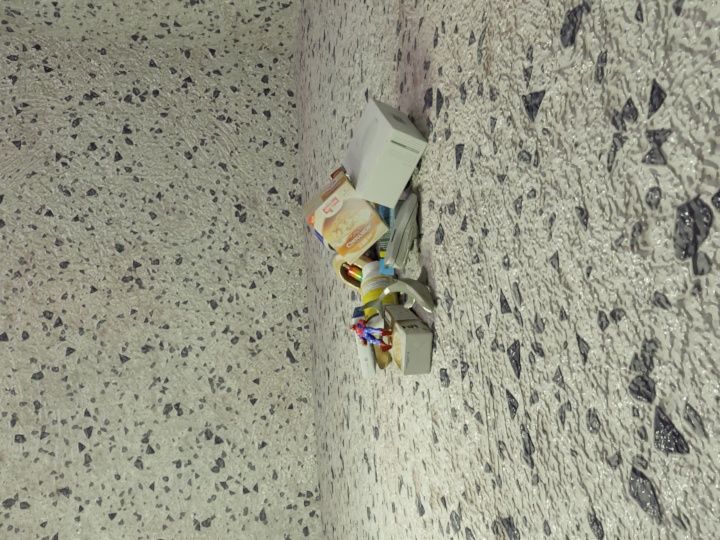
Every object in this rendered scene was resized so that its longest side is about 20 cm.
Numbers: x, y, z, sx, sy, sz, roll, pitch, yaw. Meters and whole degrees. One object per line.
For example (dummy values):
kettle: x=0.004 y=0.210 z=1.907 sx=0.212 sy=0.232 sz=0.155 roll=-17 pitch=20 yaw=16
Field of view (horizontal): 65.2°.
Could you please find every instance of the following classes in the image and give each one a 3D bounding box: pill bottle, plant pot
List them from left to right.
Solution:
pill bottle: x=0.059 y=0.081 z=1.713 sx=0.114 sy=0.108 sz=0.206 roll=110 pitch=155 yaw=-57
plant pot: x=0.075 y=0.219 z=1.842 sx=0.200 sy=0.026 sz=0.208 roll=178 pitch=90 yaw=-77

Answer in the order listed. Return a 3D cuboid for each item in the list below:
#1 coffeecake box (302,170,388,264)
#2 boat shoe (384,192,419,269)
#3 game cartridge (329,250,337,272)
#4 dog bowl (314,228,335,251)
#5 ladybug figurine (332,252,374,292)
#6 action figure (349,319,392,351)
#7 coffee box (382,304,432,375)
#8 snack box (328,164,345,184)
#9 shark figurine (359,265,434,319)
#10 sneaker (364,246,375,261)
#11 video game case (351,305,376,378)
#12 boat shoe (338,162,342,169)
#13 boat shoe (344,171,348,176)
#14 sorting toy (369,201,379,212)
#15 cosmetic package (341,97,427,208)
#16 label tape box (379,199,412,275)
coffeecake box: x=-0.040 y=-0.144 z=1.564 sx=0.200 sy=0.153 sz=0.074 roll=44 pitch=-169 yaw=-32
boat shoe: x=0.125 y=-0.103 z=1.513 sx=0.072 sy=0.064 sz=0.207 roll=180 pitch=108 yaw=-73
game cartridge: x=-0.037 y=-0.087 z=1.978 sx=0.203 sy=0.040 sz=0.133 roll=-58 pitch=28 yaw=7
dog bowl: x=-0.072 y=-0.172 z=2.041 sx=0.079 sy=0.198 sz=0.204 roll=41 pitch=143 yaw=23
ladybug figurine: x=0.000 y=0.000 z=1.872 sx=0.072 sy=0.196 sz=0.138 roll=-47 pitch=-15 yaw=-49
action figure: x=0.022 y=0.177 z=1.588 sx=0.198 sy=0.050 sz=0.068 roll=12 pitch=109 yaw=63
coffee box: x=0.124 y=0.182 z=1.519 sx=0.200 sy=0.077 sz=0.119 roll=-125 pitch=36 yaw=-67
snack box: x=-0.028 y=-0.359 z=1.896 sx=0.024 sy=0.199 sz=0.072 roll=48 pitch=169 yaw=4
shark figurine: x=0.095 y=0.048 z=1.466 sx=0.210 sy=0.088 sz=0.133 roll=-9 pitch=69 yaw=40
sneaker: x=0.011 y=0.009 z=1.982 sx=0.142 sy=0.075 sz=0.205 roll=-106 pitch=19 yaw=-48
video game case: x=0.013 y=0.220 z=1.781 sx=0.200 sy=0.044 sz=0.188 roll=-69 pitch=-32 yaw=-84
boat shoe: x=-0.040 y=-0.361 z=1.979 sx=0.205 sy=0.067 sz=0.072 roll=-62 pitch=-22 yaw=-4
boat shoe: x=-0.010 y=-0.309 z=1.930 sx=0.199 sy=0.072 sz=0.063 roll=33 pitch=-136 yaw=-64
sorting toy: x=0.046 y=-0.213 z=1.829 sx=0.201 sy=0.067 sz=0.206 roll=116 pitch=150 yaw=-62
cosmetic package: x=0.059 y=-0.316 z=1.520 sx=0.203 sy=0.120 sz=0.202 roll=-60 pitch=32 yaw=27
label tape box: x=0.101 y=-0.093 z=1.620 sx=0.144 sy=0.061 sz=0.208 roll=-172 pitch=81 yaw=-76
